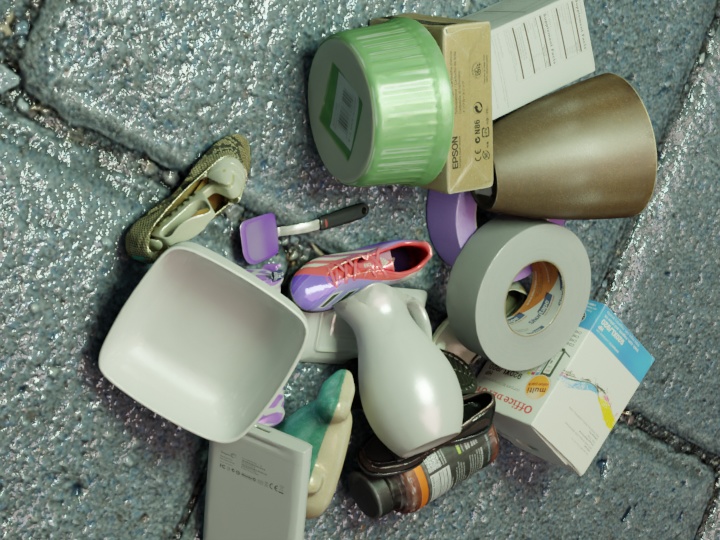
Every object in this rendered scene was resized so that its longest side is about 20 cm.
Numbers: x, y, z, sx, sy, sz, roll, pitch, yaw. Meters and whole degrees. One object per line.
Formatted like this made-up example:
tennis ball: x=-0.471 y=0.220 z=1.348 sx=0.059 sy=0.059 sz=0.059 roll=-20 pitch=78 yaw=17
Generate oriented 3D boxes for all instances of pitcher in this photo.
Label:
pitcher: x=0.063 y=0.121 z=1.702 sx=0.171 sy=0.121 sz=0.201 roll=0 pitch=64 yaw=-56

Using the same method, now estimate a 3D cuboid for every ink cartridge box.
ink cartridge box: x=0.276 y=0.152 z=1.913 sx=0.145 sy=0.147 sz=0.201 roll=43 pitch=75 yaw=-35
ink cartridge box: x=0.085 y=-0.206 z=1.670 sx=0.075 sy=0.164 sz=0.202 roll=-13 pitch=108 yaw=-31

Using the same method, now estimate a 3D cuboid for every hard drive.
hard drive: x=-0.125 y=0.275 z=1.631 sx=0.027 sy=0.131 sz=0.201 roll=-33 pitch=135 yaw=-55

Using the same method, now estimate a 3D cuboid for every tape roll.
tape roll: x=0.185 y=-0.087 z=1.839 sx=0.199 sy=0.065 sz=0.202 roll=-10 pitch=108 yaw=-34
tape roll: x=0.209 y=0.027 z=1.804 sx=0.199 sy=0.066 sz=0.202 roll=-14 pitch=114 yaw=-33

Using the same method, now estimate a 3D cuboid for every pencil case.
pencil case: x=-0.129 y=0.090 z=1.641 sx=0.085 sy=0.083 sz=0.202 roll=-22 pitch=117 yaw=-59

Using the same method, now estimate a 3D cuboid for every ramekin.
ramekin: x=0.017 y=-0.193 z=1.608 sx=0.097 sy=0.200 sz=0.202 roll=-10 pitch=107 yaw=-27

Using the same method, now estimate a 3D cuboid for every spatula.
spatula: x=-0.067 y=-0.054 z=1.685 sx=0.199 sy=0.020 sz=0.057 roll=-16 pitch=109 yaw=-34

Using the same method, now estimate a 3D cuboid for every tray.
tray: x=0.007 y=0.072 z=1.771 sx=0.199 sy=0.022 sz=0.108 roll=6 pitch=96 yaw=-38

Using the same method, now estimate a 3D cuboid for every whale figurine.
whale figurine: x=-0.066 y=0.207 z=1.668 sx=0.103 sy=0.159 sz=0.201 roll=18 pitch=127 yaw=-1

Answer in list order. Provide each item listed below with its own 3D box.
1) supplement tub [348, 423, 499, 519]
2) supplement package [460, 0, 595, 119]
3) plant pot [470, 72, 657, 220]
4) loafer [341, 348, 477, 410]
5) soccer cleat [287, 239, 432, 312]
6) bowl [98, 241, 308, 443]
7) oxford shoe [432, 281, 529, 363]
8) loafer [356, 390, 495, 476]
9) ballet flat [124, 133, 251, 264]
supplement tub: x=0.081 y=0.252 z=1.818 sx=0.199 sy=0.107 sz=0.108 roll=-26 pitch=116 yaw=-29
supplement package: x=0.189 y=-0.278 z=1.762 sx=0.199 sy=0.113 sz=0.110 roll=-27 pitch=115 yaw=-28
plant pot: x=0.239 y=-0.140 z=1.731 sx=0.199 sy=0.187 sz=0.188 roll=-13 pitch=109 yaw=-18
loafer: x=0.058 y=0.149 z=1.797 sx=0.199 sy=0.073 sz=0.072 roll=3 pitch=139 yaw=-23
soccer cleat: x=0.000 y=0.000 z=1.705 sx=0.199 sy=0.073 sz=0.069 roll=-16 pitch=84 yaw=-35
bowl: x=-0.174 y=0.075 z=1.549 sx=0.199 sy=0.075 sz=0.200 roll=32 pitch=109 yaw=-9
oxford shoe: x=0.160 y=0.084 z=1.867 sx=0.200 sy=0.058 sz=0.075 roll=-42 pitch=126 yaw=-19
loafer: x=0.086 y=0.200 z=1.750 sx=0.199 sy=0.072 sz=0.063 roll=-18 pitch=149 yaw=-24
ballet flat: x=-0.181 y=-0.077 z=1.560 sx=0.200 sy=0.075 sz=0.068 roll=-45 pitch=122 yaw=-20
